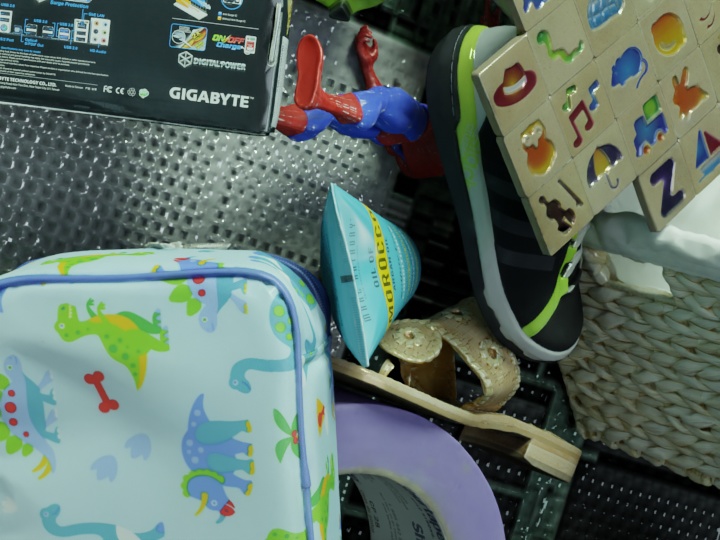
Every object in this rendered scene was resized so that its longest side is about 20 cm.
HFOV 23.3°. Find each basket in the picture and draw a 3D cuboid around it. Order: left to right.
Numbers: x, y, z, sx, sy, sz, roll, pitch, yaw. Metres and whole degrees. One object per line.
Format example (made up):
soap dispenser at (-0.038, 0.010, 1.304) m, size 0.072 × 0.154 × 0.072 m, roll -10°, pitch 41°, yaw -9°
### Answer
basket at (0.225, 0.004, 0.958) m, size 0.200 × 0.198 × 0.161 m, roll -27°, pitch 114°, yaw -26°

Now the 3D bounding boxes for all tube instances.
tube at (0.000, 0.000, 0.822) m, size 0.050 × 0.200 × 0.078 m, roll -16°, pitch 90°, yaw 4°

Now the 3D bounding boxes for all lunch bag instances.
lunch bag at (-0.091, 0.089, 0.753) m, size 0.161 × 0.082 × 0.200 m, roll -3°, pitch 97°, yaw 8°

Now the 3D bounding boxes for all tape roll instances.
tape roll at (-0.030, 0.158, 0.888) m, size 0.200 × 0.085 × 0.200 m, roll -5°, pitch 99°, yaw -31°

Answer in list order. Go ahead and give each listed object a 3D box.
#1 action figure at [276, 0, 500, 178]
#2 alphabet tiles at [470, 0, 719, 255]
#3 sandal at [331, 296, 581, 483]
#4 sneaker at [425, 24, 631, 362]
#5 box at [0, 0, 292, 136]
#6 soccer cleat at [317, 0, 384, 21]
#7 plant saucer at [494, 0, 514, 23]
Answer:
action figure at (0.014, -0.102, 0.877) m, size 0.200 × 0.065 × 0.099 m, roll 17°, pitch 71°, yaw -56°
alphabet tiles at (0.135, -0.104, 0.830) m, size 0.200 × 0.008 × 0.167 m, roll -41°, pitch 122°, yaw -27°
sandal at (0.054, 0.050, 0.923) m, size 0.212 × 0.078 × 0.070 m, roll 29°, pitch 80°, yaw -45°
sneaker at (0.094, -0.035, 0.859) m, size 0.072 × 0.083 × 0.200 m, roll -67°, pitch 145°, yaw -47°
box at (-0.126, -0.148, 0.756) m, size 0.200 × 0.046 × 0.159 m, roll 7°, pitch 94°, yaw -1°
soccer cleat at (-0.062, -0.195, 0.837) m, size 0.200 × 0.068 × 0.081 m, roll 28°, pitch 51°, yaw -22°
plant saucer at (0.115, -0.180, 0.925) m, size 0.200 × 0.050 × 0.200 m, roll 13°, pitch 64°, yaw -29°
